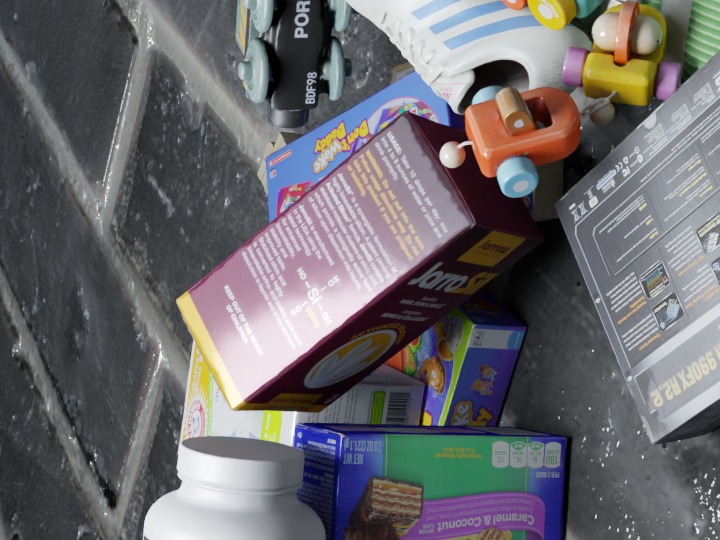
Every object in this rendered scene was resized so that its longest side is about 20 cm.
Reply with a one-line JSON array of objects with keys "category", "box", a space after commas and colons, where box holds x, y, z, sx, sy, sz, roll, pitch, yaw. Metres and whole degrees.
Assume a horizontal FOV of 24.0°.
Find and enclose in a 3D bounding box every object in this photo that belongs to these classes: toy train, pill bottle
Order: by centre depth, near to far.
[{"category": "toy train", "box": [0.106, -0.143, 0.996, 0.056, 0.148, 0.202, 80, 179, -54]}, {"category": "pill bottle", "box": [-0.080, 0.207, 1.026, 0.112, 0.111, 0.203, 13, 98, 61]}, {"category": "toy train", "box": [-0.051, -0.207, 1.211, 0.114, 0.084, 0.202, -117, 27, -57]}]

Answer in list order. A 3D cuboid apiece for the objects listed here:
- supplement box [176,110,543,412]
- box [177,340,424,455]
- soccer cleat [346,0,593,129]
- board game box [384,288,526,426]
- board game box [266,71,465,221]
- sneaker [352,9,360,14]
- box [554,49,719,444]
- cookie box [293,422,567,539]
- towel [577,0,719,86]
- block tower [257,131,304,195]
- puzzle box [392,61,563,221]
[{"category": "supplement box", "box": [0.000, 0.000, 1.058, 0.199, 0.110, 0.086, -38, 69, 21]}, {"category": "box", "box": [-0.049, 0.111, 1.250, 0.200, 0.100, 0.114, 23, 106, 61]}, {"category": "soccer cleat", "box": [0.053, -0.151, 1.093, 0.198, 0.070, 0.087, 22, 77, 30]}, {"category": "board game box", "box": [0.044, 0.100, 1.233, 0.134, 0.044, 0.202, 45, 125, 55]}, {"category": "board game box", "box": [0.013, -0.048, 1.199, 0.199, 0.044, 0.136, -24, 63, 45]}, {"category": "sneaker", "box": [-0.003, -0.278, 1.299, 0.074, 0.114, 0.202, -52, 41, 48]}, {"category": "box", "box": [0.202, -0.018, 0.923, 0.200, 0.048, 0.160, -47, 57, 50]}, {"category": "cookie box", "box": [0.041, 0.204, 1.095, 0.075, 0.169, 0.203, -178, 91, -64]}, {"category": "towel", "box": [0.195, -0.179, 1.012, 0.200, 0.023, 0.155, 21, 105, 62]}, {"category": "block tower", "box": [-0.026, -0.036, 1.370, 0.201, 0.057, 0.054, 62, 139, 44]}, {"category": "puzzle box", "box": [0.079, -0.095, 1.213, 0.199, 0.025, 0.135, -9, 79, 61]}]
